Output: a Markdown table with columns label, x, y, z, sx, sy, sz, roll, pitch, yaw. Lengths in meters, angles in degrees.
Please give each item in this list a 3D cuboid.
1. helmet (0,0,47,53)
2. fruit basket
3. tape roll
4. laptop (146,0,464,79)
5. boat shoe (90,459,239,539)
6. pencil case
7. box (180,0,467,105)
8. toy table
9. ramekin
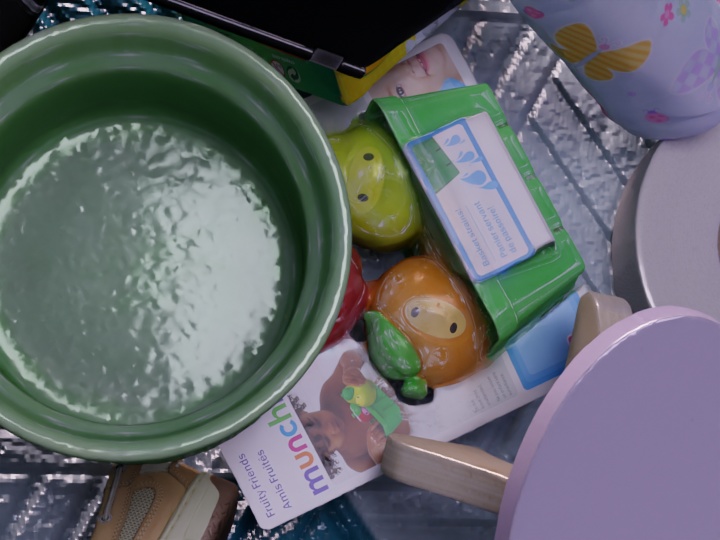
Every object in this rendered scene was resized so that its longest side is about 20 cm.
| label | x | y | z | sx | sy | sz | roll | pitch | yaw |
| --- | --- | --- | --- | --- | --- | --- | --- | --- | --- |
| helmet | -0.260 | -0.135 | 1.328 | 0.190 | 0.200 | 0.201 | -31 | 81 | 4 |
| fruit basket | 0.000 | 0.000 | 1.418 | 0.199 | 0.094 | 0.186 | -23 | 79 | -21 |
| tape roll | 0.227 | -0.001 | 1.522 | 0.202 | 0.037 | 0.204 | 6 | 68 | -16 |
| laptop | -0.058 | -0.172 | 1.308 | 0.186 | 0.116 | 0.200 | 19 | 30 | -25 |
| boat shoe | -0.128 | 0.167 | 1.334 | 0.076 | 0.072 | 0.200 | 24 | 54 | 5 |
| pencil case | 0.122 | -0.144 | 1.450 | 0.200 | 0.083 | 0.091 | 41 | 55 | -49 |
| box | 0.015 | -0.169 | 1.476 | 0.117 | 0.049 | 0.200 | 22 | 52 | 40 |
| toy table | 0.112 | 0.108 | 1.358 | 0.183 | 0.117 | 0.201 | 22 | 94 | -19 |
| ramekin | -0.104 | -0.007 | 1.337 | 0.199 | 0.098 | 0.201 | 0 | 78 | -1 |
